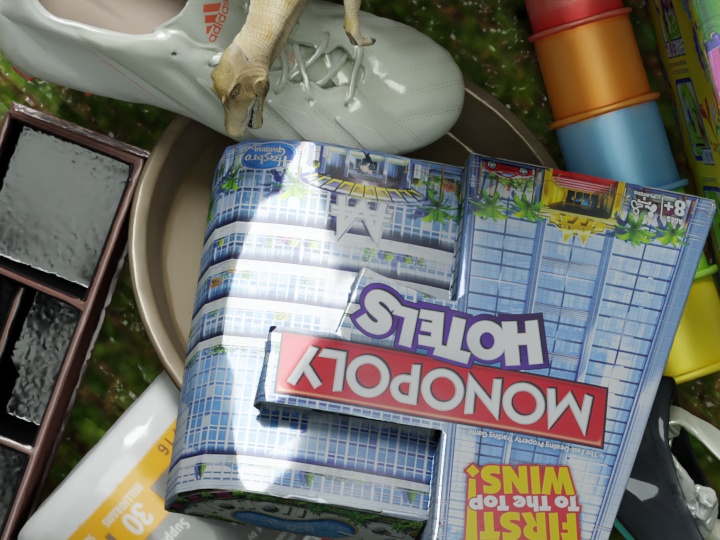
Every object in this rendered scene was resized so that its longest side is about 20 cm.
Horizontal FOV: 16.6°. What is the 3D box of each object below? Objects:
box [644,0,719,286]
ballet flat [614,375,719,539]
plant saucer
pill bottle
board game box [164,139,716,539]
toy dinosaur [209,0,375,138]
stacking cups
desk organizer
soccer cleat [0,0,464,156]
[{"bbox_3d":[0.239,-0.078,1.032,0.199,0.122,0.194,-15,93,-1],"label":"box"},{"bbox_3d":[0.157,0.124,1.045,0.073,0.073,0.200,-35,107,0],"label":"ballet flat"},{"bbox_3d":[0.000,0.000,1.024,0.199,0.029,0.201,6,66,-13],"label":"plant saucer"},{"bbox_3d":[-0.037,0.139,1.036,0.200,0.116,0.116,42,91,-2],"label":"pill bottle"},{"bbox_3d":[0.031,0.055,0.957,0.199,0.062,0.201,10,66,-8],"label":"board game box"},{"bbox_3d":[-0.028,-0.154,0.937,0.101,0.058,0.201,-8,93,-28],"label":"toy dinosaur"},{"bbox_3d":[0.107,-0.048,1.062,0.060,0.061,0.201,-19,91,-1],"label":"stacking cups"},{"bbox_3d":[-0.153,0.033,1.048,0.071,0.077,0.201,20,91,-2],"label":"desk organizer"},{"bbox_3d":[-0.051,-0.090,0.988,0.199,0.078,0.070,11,66,-9],"label":"soccer cleat"}]
